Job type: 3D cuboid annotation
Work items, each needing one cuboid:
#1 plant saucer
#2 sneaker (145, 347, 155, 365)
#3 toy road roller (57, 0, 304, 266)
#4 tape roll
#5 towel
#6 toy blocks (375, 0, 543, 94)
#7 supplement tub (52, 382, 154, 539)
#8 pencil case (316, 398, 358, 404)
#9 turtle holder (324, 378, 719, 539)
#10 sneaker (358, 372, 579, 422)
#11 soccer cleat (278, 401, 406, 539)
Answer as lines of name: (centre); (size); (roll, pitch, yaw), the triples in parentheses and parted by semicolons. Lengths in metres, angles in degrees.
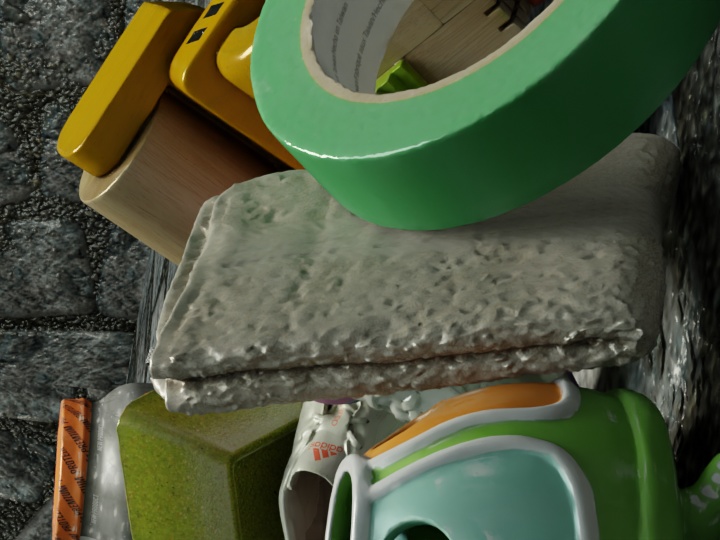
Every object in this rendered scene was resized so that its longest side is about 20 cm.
plant saucer: (-0.038, 0.141, 1.324); (0.199, 0.048, 0.201); (-25, -67, -49)
sneaker: (-0.080, 0.051, 1.415); (0.200, 0.139, 0.078); (47, -120, -44)
toy road roller: (-0.044, -0.089, 1.192); (0.200, 0.123, 0.146); (-56, 23, 1)
tape roll: (0.050, -0.109, 0.940); (0.200, 0.048, 0.201); (-25, 41, 24)
towel: (0.022, 0.001, 0.930); (0.133, 0.199, 0.035); (-74, -27, -53)
toy blocks: (0.064, -0.155, 1.096); (0.137, 0.100, 0.200); (-36, 18, 30)
supplement tub: (-0.093, 0.135, 1.536); (0.123, 0.199, 0.123); (-177, 90, -82)
pencil case: (0.000, 0.000, 1.163); (0.200, 0.087, 0.088); (109, 165, -71)
turtle holder: (0.052, 0.131, 0.878); (0.141, 0.131, 0.186); (-112, 31, -70)
sneaker: (0.025, 0.042, 1.021); (0.200, 0.099, 0.075); (55, 160, 14)
soccer cleat: (-0.005, 0.086, 1.262); (0.069, 0.077, 0.201); (-7, 77, 37)
